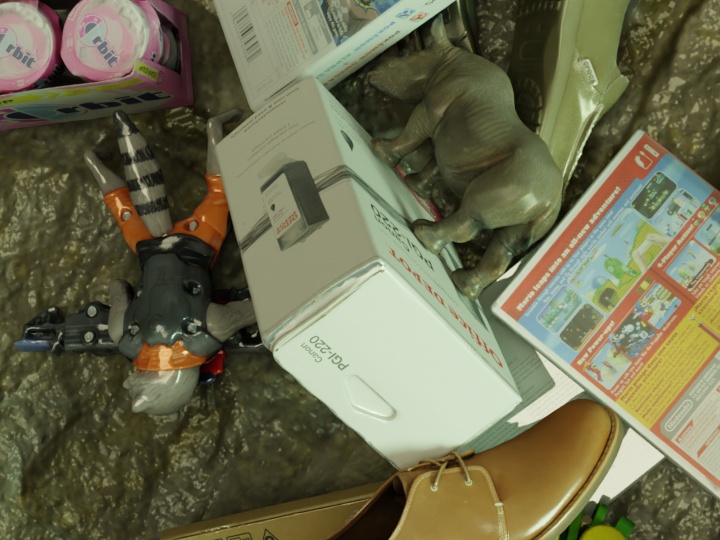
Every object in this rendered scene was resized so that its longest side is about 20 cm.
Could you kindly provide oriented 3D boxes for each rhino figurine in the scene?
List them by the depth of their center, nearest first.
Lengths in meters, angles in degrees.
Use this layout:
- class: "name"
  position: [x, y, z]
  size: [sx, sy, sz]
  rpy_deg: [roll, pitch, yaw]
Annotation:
- class: "rhino figurine"
  position: [0.057, -0.082, 0.948]
  size: [0.087, 0.060, 0.200]
  rpy_deg: [-36, 51, 15]

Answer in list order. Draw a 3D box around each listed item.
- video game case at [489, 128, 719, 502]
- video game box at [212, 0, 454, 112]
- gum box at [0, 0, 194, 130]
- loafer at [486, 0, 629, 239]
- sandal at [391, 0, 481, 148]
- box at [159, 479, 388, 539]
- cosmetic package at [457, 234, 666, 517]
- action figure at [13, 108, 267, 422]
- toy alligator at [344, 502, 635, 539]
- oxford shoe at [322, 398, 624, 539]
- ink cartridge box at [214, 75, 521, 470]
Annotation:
- class: "video game case"
  position: [0.197, 0.032, 0.940]
  size: [0.200, 0.017, 0.143]
  rpy_deg: [40, 88, 8]
- class: "video game box"
  position: [-0.024, -0.227, 0.995]
  size: [0.182, 0.047, 0.200]
  rpy_deg: [-32, 69, 35]
- class: "gum box"
  position: [-0.213, -0.137, 1.048]
  size: [0.200, 0.113, 0.066]
  rpy_deg: [-6, 87, 13]
- class: "loafer"
  position: [0.126, -0.107, 0.983]
  size: [0.067, 0.076, 0.200]
  rpy_deg: [10, 98, -24]
- class: "sandal"
  position: [0.048, -0.180, 1.024]
  size: [0.082, 0.055, 0.200]
  rpy_deg: [-7, 101, 19]
- class: "box"
  position: [-0.009, 0.218, 1.009]
  size: [0.200, 0.021, 0.164]
  rpy_deg: [-14, 107, 11]
- class: "cosmetic package"
  position: [0.137, 0.060, 0.991]
  size: [0.200, 0.052, 0.151]
  rpy_deg: [-40, 83, 9]
- class: "action figure"
  position: [-0.148, 0.004, 1.037]
  size: [0.200, 0.105, 0.194]
  rpy_deg: [-10, 76, 11]
- class: "toy alligator"
  position: [0.093, 0.152, 0.945]
  size: [0.200, 0.059, 0.054]
  rpy_deg: [15, 59, 3]
- class: "oxford shoe"
  position: [0.058, 0.126, 0.876]
  size: [0.200, 0.071, 0.071]
  rpy_deg: [-35, 114, -10]
- class: "ink cartridge box"
  position: [0.000, 0.000, 0.927]
  size: [0.085, 0.146, 0.200]
  rpy_deg: [-35, 37, 14]
